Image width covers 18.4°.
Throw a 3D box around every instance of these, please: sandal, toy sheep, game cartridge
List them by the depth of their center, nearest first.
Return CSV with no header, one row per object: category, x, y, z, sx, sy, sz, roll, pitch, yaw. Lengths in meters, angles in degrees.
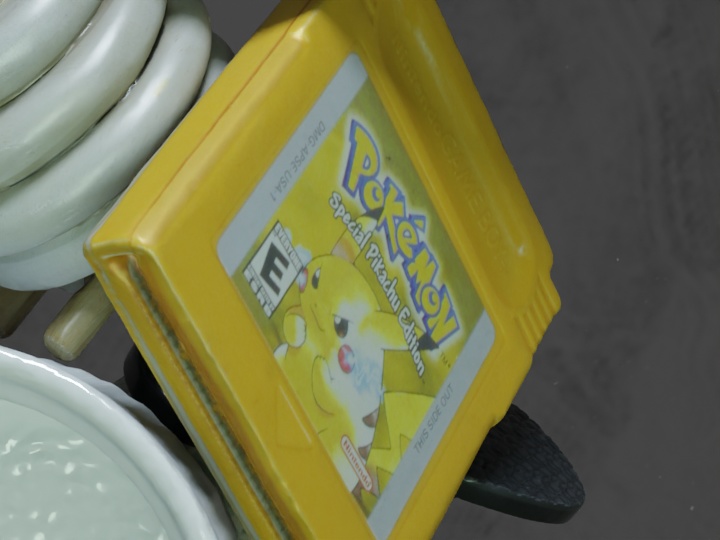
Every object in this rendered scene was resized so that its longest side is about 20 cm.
toy sheep,-0.102,-0.049,0.779,0.137,0.138,0.200,-34,126,7
game cartridge,0.000,0.000,0.779,0.032,0.200,0.177,-6,125,36
sandal,-0.004,0.066,0.854,0.199,0.075,0.045,14,120,-27

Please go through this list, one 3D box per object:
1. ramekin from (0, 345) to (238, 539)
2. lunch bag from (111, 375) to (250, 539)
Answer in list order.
ramekin,-0.129,0.120,0.734,0.199,0.098,0.202,0,91,6
lunch bag,-0.088,0.157,0.854,0.164,0.117,0.201,-39,111,-10
